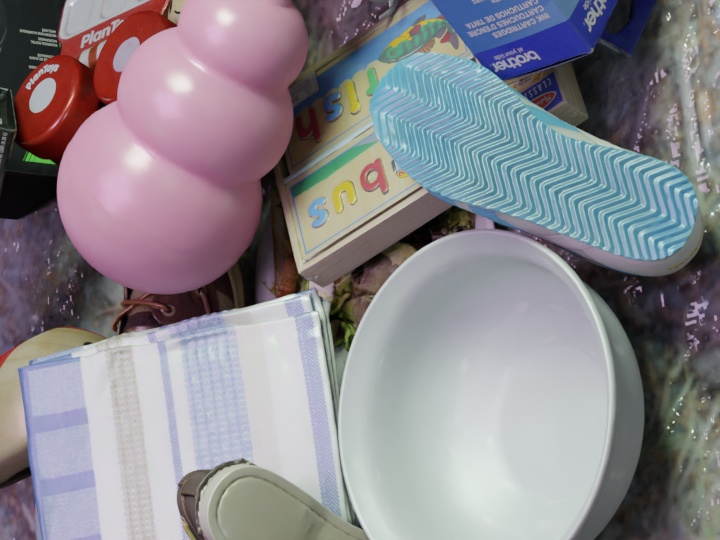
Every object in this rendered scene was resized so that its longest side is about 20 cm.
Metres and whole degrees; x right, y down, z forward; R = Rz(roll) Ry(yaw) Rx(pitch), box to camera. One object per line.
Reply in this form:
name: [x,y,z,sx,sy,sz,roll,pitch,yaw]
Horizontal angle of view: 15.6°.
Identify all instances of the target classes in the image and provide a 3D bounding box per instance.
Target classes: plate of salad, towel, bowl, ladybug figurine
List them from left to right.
ladybug figurine: [-0.209,0.087,1.691,0.072,0.135,0.200,62,151,3]
towel: [-0.103,0.102,1.557,0.199,0.024,0.148,-13,75,14]
plate of salad: [0.000,0.000,1.579,0.199,0.048,0.202,-9,77,42]
bowl: [0.088,0.081,1.455,0.200,0.090,0.203,-7,80,42]

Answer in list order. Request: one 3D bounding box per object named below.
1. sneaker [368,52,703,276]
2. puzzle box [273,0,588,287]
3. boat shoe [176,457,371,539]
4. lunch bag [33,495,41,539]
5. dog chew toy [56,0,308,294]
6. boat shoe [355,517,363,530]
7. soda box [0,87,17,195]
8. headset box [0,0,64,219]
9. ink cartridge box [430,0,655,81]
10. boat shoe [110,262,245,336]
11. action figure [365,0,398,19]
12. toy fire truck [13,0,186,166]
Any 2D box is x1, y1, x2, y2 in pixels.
sneaker: [0.093,-0.051,1.433,0.199,0.081,0.077,29,84,18]
puzzle box: [0.032,-0.093,1.537,0.199,0.025,0.134,-33,52,24]
boat shoe: [-0.022,0.175,1.495,0.072,0.200,0.059,-58,26,-15]
lunch bag: [-0.152,0.216,1.630,0.160,0.075,0.201,119,138,-65]
dog chew toy: [-0.097,-0.086,1.545,0.125,0.124,0.201,47,118,37]
boat shoe: [-0.038,0.148,1.579,0.199,0.067,0.074,-22,70,39]
soda box: [-0.274,-0.022,1.683,0.063,0.070,0.201,-106,29,-61]
headset box: [-0.291,-0.134,1.781,0.093,0.173,0.201,-25,66,47]
ink cartridge box: [0.085,-0.200,1.431,0.076,0.200,0.137,-13,37,41]
boat shoe: [-0.115,0.031,1.632,0.072,0.072,0.201,-19,89,39]
action figure: [0.029,-0.247,1.564,0.130,0.069,0.201,-1,77,53]
toy fire truck: [-0.130,-0.143,1.693,0.199,0.112,0.169,-21,51,39]
